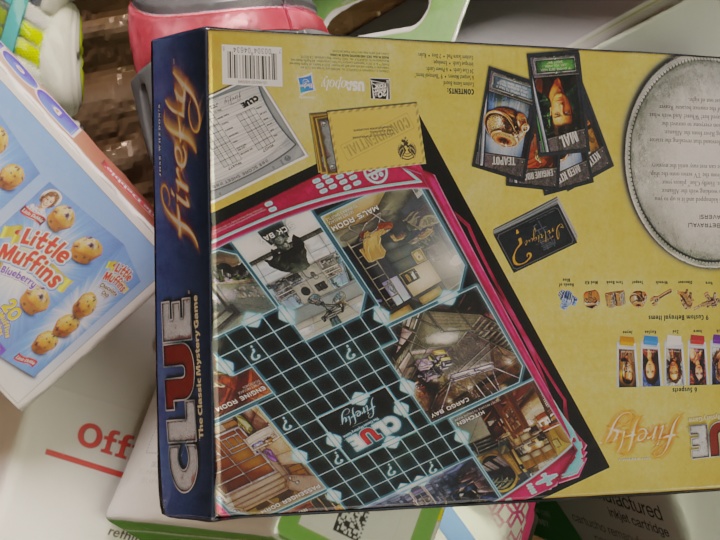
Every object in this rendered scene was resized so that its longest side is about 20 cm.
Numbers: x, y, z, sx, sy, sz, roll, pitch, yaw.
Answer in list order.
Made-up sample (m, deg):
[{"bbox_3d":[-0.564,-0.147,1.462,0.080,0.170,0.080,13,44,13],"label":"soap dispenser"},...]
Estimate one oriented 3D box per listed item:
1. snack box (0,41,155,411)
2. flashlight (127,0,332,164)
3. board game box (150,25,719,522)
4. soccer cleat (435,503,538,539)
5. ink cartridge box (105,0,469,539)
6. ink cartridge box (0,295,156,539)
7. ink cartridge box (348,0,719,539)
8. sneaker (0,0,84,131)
[{"bbox_3d":[-0.145,-0.054,0.811,0.072,0.024,0.200,-41,97,9],"label":"snack box"},{"bbox_3d":[-0.052,-0.128,0.825,0.068,0.068,0.200,-12,77,3],"label":"flashlight"},{"bbox_3d":[0.035,0.001,0.782,0.200,0.035,0.136,1,87,-32],"label":"board game box"},{"bbox_3d":[0.014,0.090,0.886,0.086,0.070,0.200,-5,100,-42],"label":"soccer cleat"},{"bbox_3d":[0.000,0.000,0.842,0.059,0.104,0.200,28,73,-29],"label":"ink cartridge box"},{"bbox_3d":[-0.089,0.104,0.889,0.116,0.067,0.200,21,81,-31],"label":"ink cartridge box"},{"bbox_3d":[0.082,-0.002,0.930,0.083,0.147,0.200,-28,109,-23],"label":"ink cartridge box"},{"bbox_3d":[-0.128,-0.091,0.841,0.080,0.078,0.200,0,97,-17],"label":"sneaker"}]
